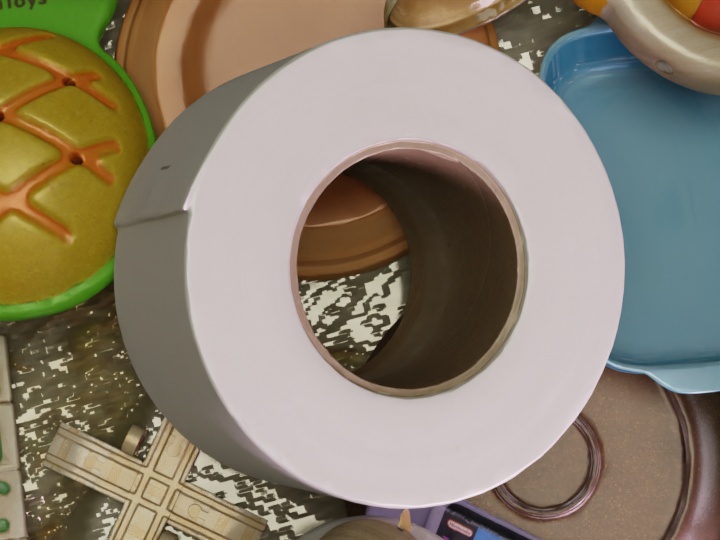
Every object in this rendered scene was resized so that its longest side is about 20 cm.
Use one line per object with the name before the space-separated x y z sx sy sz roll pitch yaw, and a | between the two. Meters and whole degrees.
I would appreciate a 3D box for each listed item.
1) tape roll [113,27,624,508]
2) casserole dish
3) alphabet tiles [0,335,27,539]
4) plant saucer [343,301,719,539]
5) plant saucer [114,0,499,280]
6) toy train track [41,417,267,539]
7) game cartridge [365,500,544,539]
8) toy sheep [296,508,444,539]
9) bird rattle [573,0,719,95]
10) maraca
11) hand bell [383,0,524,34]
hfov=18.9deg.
tape roll | 0.000 0.000 0.967 0.201 0.139 0.205 0 89 -18
casserole dish | 0.148 -0.033 1.066 0.120 0.039 0.202 -5 72 -9
alphabet tiles | -0.262 0.127 1.055 0.198 0.008 0.169 -8 79 -1
plant saucer | 0.089 0.094 1.070 0.198 0.032 0.202 0 83 -2
plant saucer | -0.026 -0.097 1.083 0.198 0.037 0.202 0 83 -2
toy train track | -0.119 0.147 1.054 0.114 0.033 0.202 24 84 1
game cartridge | 0.074 0.191 1.011 0.199 0.038 0.131 25 104 20
toy sheep | -0.005 0.182 0.953 0.136 0.201 0.139 4 47 -4
bird rattle | 0.187 -0.158 1.067 0.199 0.113 0.164 34 72 -9
maraca | -0.167 -0.068 1.043 0.136 0.107 0.202 -7 64 -5
hand bell | 0.015 -0.222 1.049 0.103 0.104 0.201 -26 74 -5
